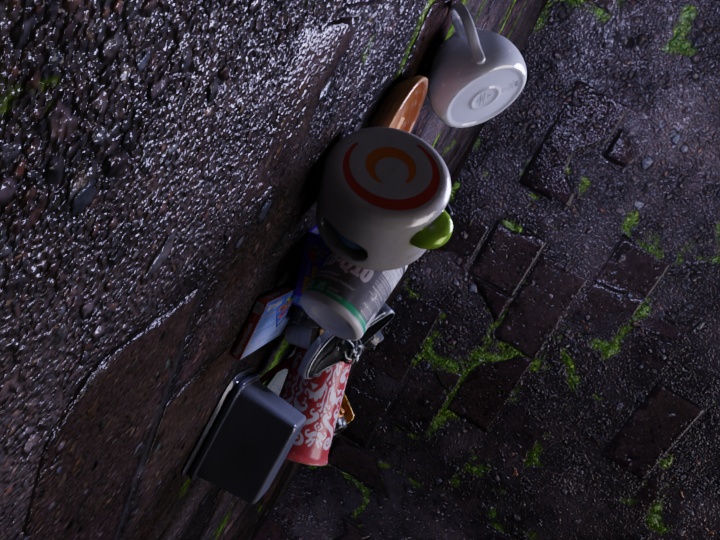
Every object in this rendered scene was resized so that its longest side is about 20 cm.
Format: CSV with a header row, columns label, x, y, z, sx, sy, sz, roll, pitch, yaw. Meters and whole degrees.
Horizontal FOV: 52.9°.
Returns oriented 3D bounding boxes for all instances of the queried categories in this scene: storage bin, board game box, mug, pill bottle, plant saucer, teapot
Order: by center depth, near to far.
label,x,y,z,sx,sy,sz,roll,pitch,yaw
pill bottle,0.004,0.000,1.132,0.201,0.113,0.113,-56,171,-23
board game box,-0.144,0.075,1.168,0.103,0.019,0.200,-61,173,11
plant saucer,0.051,-0.239,1.220,0.201,0.037,0.200,-59,172,-14
board game box,-0.046,-0.031,1.247,0.200,0.045,0.135,-48,156,-61
storage bin,-0.189,0.292,1.250,0.201,0.134,0.146,-60,172,5
teapot,0.197,-0.372,1.323,0.196,0.147,0.200,-5,153,-41
mug,-0.113,0.240,1.351,0.133,0.177,0.201,12,-96,68

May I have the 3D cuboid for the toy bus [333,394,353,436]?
label,x,y,z,sx,sy,sz,roll,pitch,yaw
toy bus,-0.139,0.353,1.638,0.199,0.136,0.192,-18,153,-32

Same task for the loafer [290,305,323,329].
label,x,y,z,sx,sy,sz,roll,pitch,yaw
loafer,-0.071,0.053,1.313,0.073,0.072,0.200,-62,-176,27

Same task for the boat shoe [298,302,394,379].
label,x,y,z,sx,sy,sz,roll,pitch,yaw
boat shoe,-0.021,0.128,1.281,0.199,0.068,0.074,-41,154,-20

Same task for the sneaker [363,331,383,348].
label,x,y,z,sx,sy,sz,roll,pitch,yaw
sneaker,-0.007,0.130,1.554,0.075,0.107,0.200,-29,-178,27

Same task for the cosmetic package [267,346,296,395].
label,x,y,z,sx,sy,sz,roll,pitch,yaw
cosmetic package,-0.117,0.236,1.527,0.200,0.103,0.073,-54,148,-37

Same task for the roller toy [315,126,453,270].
label,x,y,z,sx,sy,sz,roll,pitch,yaw
roller toy,0.029,-0.101,1.043,0.140,0.181,0.201,107,-18,-55

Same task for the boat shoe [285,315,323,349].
label,x,y,z,sx,sy,sz,roll,pitch,yaw
boat shoe,-0.103,0.098,1.366,0.200,0.069,0.071,-65,163,-82

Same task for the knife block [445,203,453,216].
label,x,y,z,sx,sy,sz,roll,pitch,yaw
knife block,0.140,-0.167,1.559,0.200,0.175,0.064,-52,170,-49
